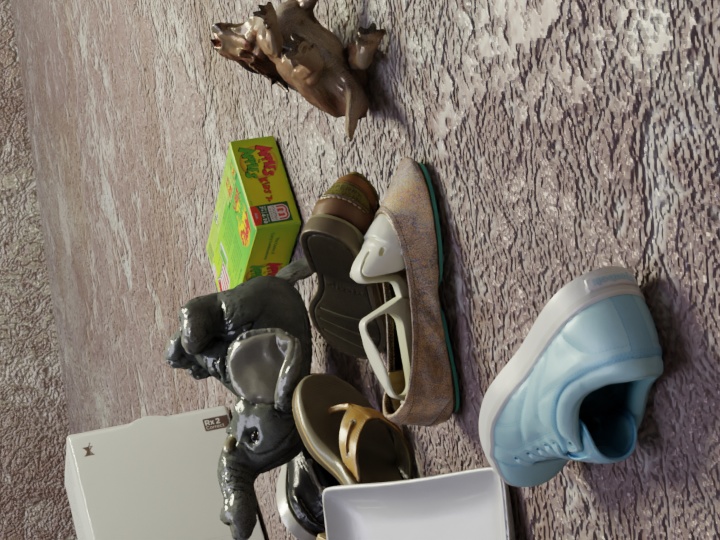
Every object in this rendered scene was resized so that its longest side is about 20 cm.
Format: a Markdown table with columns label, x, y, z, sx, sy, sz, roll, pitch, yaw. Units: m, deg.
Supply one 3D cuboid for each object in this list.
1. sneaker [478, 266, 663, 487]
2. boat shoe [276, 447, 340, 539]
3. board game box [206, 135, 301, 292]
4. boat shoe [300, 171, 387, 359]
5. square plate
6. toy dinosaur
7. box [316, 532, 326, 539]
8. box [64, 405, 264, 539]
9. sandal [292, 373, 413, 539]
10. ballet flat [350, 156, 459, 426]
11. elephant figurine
| label | x | y | z | sx | sy | sz | roll | pitch | yaw |
| --- | --- | --- | --- | --- | --- | --- | --- | --- | --- |
| sneaker | 0.122 | 0.088 | 0.961 | 0.201 | 0.073 | 0.083 | 104 | 154 | -52 |
| boat shoe | -0.046 | 0.162 | 1.527 | 0.060 | 0.074 | 0.201 | -40 | 31 | 22 |
| board game box | -0.110 | -0.035 | 1.645 | 0.201 | 0.047 | 0.102 | 111 | 145 | -58 |
| boat shoe | 0.000 | 0.000 | 1.314 | 0.201 | 0.071 | 0.068 | 88 | -156 | -59 |
| square plate | 0.053 | 0.252 | 1.214 | 0.199 | 0.028 | 0.201 | -15 | 80 | 47 |
| toy dinosaur | -0.038 | -0.166 | 1.321 | 0.200 | 0.085 | 0.136 | 51 | 160 | 27 |
| box | 0.023 | 0.315 | 1.286 | 0.199 | 0.021 | 0.166 | 17 | 102 | 46 |
| box | -0.233 | 0.289 | 1.939 | 0.131 | 0.197 | 0.202 | 107 | 148 | -55 |
| sandal | 0.009 | 0.152 | 1.345 | 0.201 | 0.080 | 0.054 | 61 | 137 | 42 |
| ballet flat | 0.029 | 0.019 | 1.217 | 0.068 | 0.066 | 0.203 | 177 | 84 | -71 |
| elephant figurine | -0.079 | 0.112 | 1.468 | 0.201 | 0.140 | 0.156 | 54 | 134 | 36 |
